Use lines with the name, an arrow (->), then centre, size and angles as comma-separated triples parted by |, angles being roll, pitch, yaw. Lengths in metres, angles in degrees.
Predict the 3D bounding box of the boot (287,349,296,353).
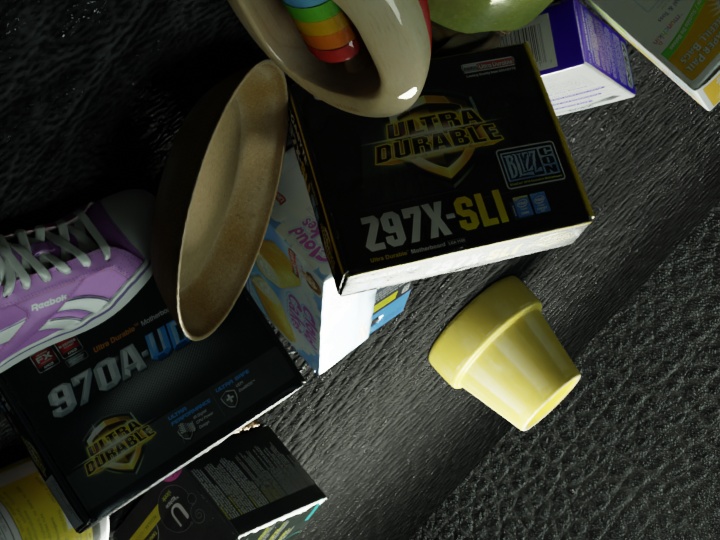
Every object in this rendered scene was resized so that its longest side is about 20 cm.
boot -> -0.160, 0.136, 1.123 | 0.198, 0.073, 0.162 | -46, 165, 6

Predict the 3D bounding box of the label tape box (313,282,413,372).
label tape box -> 0.000, 0.000, 1.160 | 0.144, 0.063, 0.200 | -32, 159, -31

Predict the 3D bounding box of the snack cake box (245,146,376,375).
snack cake box -> -0.046, -0.002, 0.979 | 0.067, 0.115, 0.200 | -36, 160, -19

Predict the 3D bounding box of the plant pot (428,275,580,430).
plant pot -> 0.242, 0.142, 1.779 | 0.200, 0.189, 0.201 | -39, 161, -16

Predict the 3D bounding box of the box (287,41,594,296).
box -> 0.057, -0.080, 0.846 | 0.198, 0.161, 0.049 | -12, 163, -14

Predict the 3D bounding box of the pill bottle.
pill bottle -> -0.319, 0.233, 0.932 | 0.199, 0.111, 0.112 | -19, 150, -50

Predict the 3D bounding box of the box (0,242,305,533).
box -> -0.162, 0.071, 0.821 | 0.199, 0.160, 0.046 | -30, 175, -33

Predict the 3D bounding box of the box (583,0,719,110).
box -> 0.252, -0.242, 0.937 | 0.101, 0.200, 0.112 | -48, 161, 16

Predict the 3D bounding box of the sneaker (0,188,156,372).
sneaker -> -0.212, -0.001, 0.711 | 0.200, 0.073, 0.114 | -38, 158, -16

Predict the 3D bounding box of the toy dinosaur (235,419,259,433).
toy dinosaur -> -0.179, 0.125, 0.914 | 0.136, 0.199, 0.103 | -56, 161, -58

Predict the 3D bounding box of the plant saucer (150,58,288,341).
plant saucer -> -0.101, -0.052, 0.777 | 0.200, 0.035, 0.202 | 16, 90, -81

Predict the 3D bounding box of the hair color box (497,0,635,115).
hair color box -> 0.180, -0.192, 1.044 | 0.109, 0.065, 0.200 | -11, 174, 25

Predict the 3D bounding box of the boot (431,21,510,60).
boot -> 0.061, -0.183, 0.871 | 0.097, 0.075, 0.200 | -53, 161, 19

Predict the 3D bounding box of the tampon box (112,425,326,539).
tampon box -> -0.168, 0.300, 1.366 | 0.150, 0.126, 0.200 | -51, 159, 21

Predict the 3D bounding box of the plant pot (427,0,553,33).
plant pot -> 0.093, -0.244, 0.662 | 0.200, 0.201, 0.184 | -33, 170, -27

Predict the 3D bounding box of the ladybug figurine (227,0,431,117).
ladybug figurine -> -0.017, -0.170, 0.662 | 0.072, 0.135, 0.200 | -62, 154, -17
